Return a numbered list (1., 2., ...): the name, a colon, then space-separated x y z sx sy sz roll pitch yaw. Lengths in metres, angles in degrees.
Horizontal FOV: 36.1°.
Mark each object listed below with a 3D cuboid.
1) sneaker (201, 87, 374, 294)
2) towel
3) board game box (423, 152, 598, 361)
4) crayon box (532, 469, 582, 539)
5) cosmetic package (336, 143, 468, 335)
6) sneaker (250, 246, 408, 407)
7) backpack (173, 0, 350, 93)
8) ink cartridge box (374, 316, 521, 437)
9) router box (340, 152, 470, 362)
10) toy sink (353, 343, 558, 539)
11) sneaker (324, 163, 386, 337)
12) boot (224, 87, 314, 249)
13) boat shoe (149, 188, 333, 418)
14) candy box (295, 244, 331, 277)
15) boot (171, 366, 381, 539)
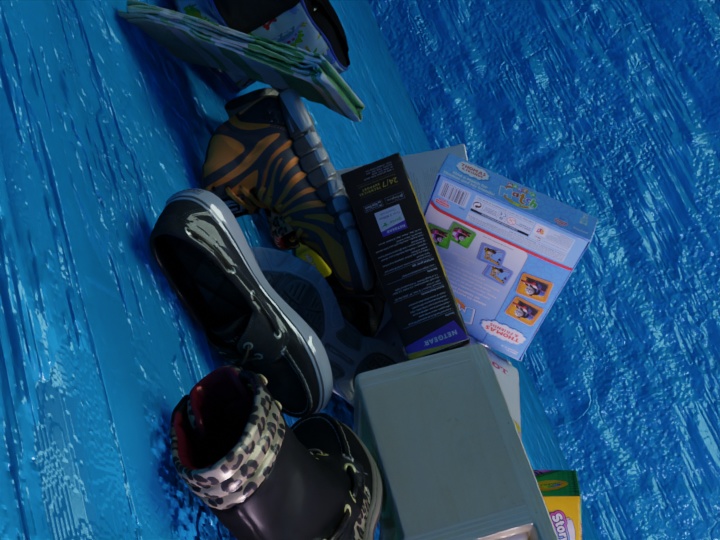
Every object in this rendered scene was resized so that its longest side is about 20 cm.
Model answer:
1. sneaker: -0.067 -0.053 0.953 0.078 0.112 0.200 63 2 -69
2. towel: -0.102 -0.187 0.997 0.153 0.200 0.023 27 83 -74
3. board game box: 0.123 -0.007 1.075 0.200 0.151 0.037 109 7 -49
4. crayon box: 0.131 0.275 0.950 0.058 0.119 0.200 -53 141 -77
5. cosmetic package: 0.057 -0.023 1.191 0.052 0.151 0.200 30 49 -87
6. sneaker: -0.048 0.055 0.953 0.200 0.078 0.099 46 -17 -22
7. backpack: -0.110 -0.278 1.175 0.200 0.147 0.183 43 22 -61
8. ink cartridge box: 0.076 0.143 1.065 0.148 0.086 0.200 33 28 -13
9. router box: 0.043 0.000 0.940 0.200 0.052 0.157 48 22 -81
10. toy sink: 0.066 0.180 0.836 0.130 0.112 0.200 92 -18 -61
11. sneaker: 0.000 0.000 1.076 0.114 0.076 0.200 -69 174 -68
12. boot: -0.072 -0.098 1.151 0.200 0.073 0.151 37 32 -80
13. boat shoe: -0.089 0.036 0.800 0.200 0.069 0.057 59 31 -19
14. candy box: -0.044 -0.036 1.261 0.102 0.026 0.200 56 13 -31
15. boot: -0.052 0.122 0.707 0.151 0.073 0.200 58 16 -26
